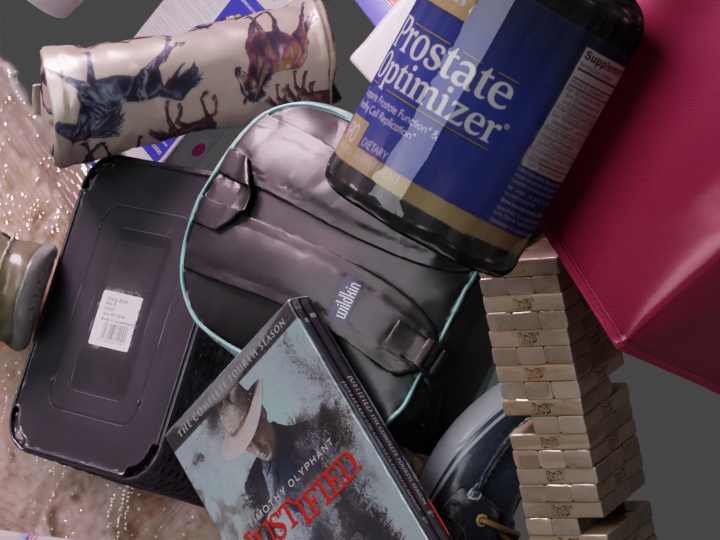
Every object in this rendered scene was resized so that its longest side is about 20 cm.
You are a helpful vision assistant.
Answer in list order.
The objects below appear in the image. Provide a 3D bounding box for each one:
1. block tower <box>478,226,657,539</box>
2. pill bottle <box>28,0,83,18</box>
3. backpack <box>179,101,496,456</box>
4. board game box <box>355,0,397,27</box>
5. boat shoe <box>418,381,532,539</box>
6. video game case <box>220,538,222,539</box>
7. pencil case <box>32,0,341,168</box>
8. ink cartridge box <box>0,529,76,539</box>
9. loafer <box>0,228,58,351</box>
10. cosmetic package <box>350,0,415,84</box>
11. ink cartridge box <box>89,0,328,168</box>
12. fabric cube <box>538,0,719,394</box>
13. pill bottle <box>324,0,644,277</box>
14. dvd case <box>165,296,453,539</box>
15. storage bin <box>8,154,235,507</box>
[{"bbox_3d":[0.115,0.072,1.539,0.058,0.054,0.201,-4,106,36],"label":"block tower"},{"bbox_3d":[-0.169,-0.274,1.907,0.200,0.112,0.112,-46,53,16],"label":"pill bottle"},{"bbox_3d":[0.000,0.000,1.651,0.199,0.153,0.177,25,90,24],"label":"backpack"},{"bbox_3d":[0.053,-0.209,1.769,0.135,0.029,0.200,-46,52,14],"label":"board game box"},{"bbox_3d":[0.068,0.163,1.595,0.091,0.071,0.201,36,93,37],"label":"boat shoe"},{"bbox_3d":[-0.051,0.281,1.678,0.200,0.023,0.183,24,89,40],"label":"video game case"},{"bbox_3d":[-0.113,-0.122,1.772,0.199,0.089,0.078,-12,99,-3],"label":"pencil case"},{"bbox_3d":[-0.150,0.214,1.670,0.199,0.145,0.084,3,75,39],"label":"ink cartridge box"},{"bbox_3d":[-0.251,0.008,1.839,0.200,0.069,0.076,177,111,-73],"label":"loafer"},{"bbox_3d":[0.098,-0.107,1.586,0.102,0.200,0.071,-50,51,12],"label":"cosmetic package"},{"bbox_3d":[-0.111,-0.141,1.866,0.200,0.037,0.095,-49,53,10],"label":"ink cartridge box"},{"bbox_3d":[0.215,-0.067,1.486,0.199,0.200,0.197,-44,54,19],"label":"fabric cube"},{"bbox_3d":[0.074,-0.108,1.408,0.112,0.112,0.201,34,99,40],"label":"pill bottle"},{"bbox_3d":[-0.024,0.137,1.575,0.146,0.022,0.201,-46,65,38],"label":"dvd case"},{"bbox_3d":[-0.127,0.039,1.777,0.135,0.094,0.201,11,80,39],"label":"storage bin"}]
